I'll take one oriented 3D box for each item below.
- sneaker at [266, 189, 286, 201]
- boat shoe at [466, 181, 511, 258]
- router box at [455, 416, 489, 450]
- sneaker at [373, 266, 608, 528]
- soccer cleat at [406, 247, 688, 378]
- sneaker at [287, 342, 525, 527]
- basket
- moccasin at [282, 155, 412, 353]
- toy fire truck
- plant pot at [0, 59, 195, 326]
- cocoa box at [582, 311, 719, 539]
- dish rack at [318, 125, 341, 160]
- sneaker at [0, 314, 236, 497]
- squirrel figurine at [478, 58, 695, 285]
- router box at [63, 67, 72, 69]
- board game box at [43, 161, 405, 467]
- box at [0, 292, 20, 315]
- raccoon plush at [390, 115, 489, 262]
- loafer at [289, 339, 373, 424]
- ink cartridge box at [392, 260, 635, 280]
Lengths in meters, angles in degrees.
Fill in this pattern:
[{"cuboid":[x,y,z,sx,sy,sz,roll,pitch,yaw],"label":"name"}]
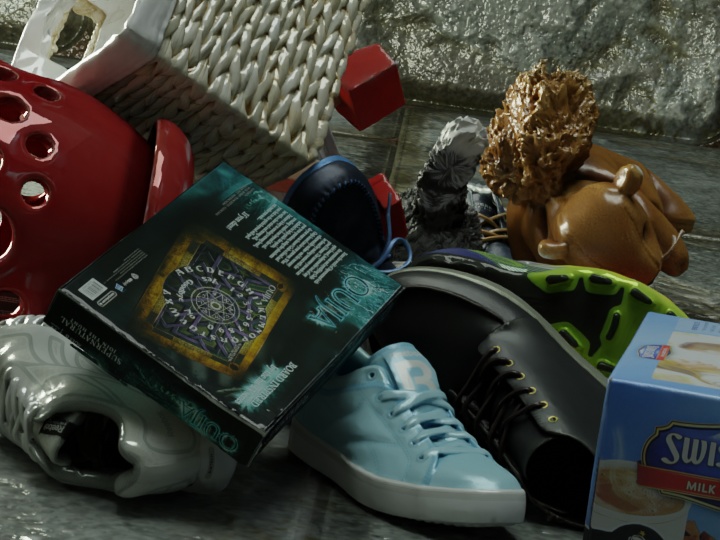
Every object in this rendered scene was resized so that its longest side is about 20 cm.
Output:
[{"cuboid":[-0.063,-0.024,1.644,0.199,0.092,0.076,32,-12,-4],"label":"sneaker"},{"cuboid":[0.103,-0.023,1.928,0.070,0.092,0.200,3,11,-26],"label":"boat shoe"},{"cuboid":[0.105,0.076,1.480,0.148,0.052,0.200,9,8,5],"label":"router box"},{"cuboid":[0.082,0.068,1.318,0.199,0.075,0.106,32,18,9],"label":"sneaker"},{"cuboid":[0.123,0.026,1.445,0.199,0.065,0.084,13,2,16],"label":"soccer cleat"},{"cuboid":[0.023,0.086,1.283,0.073,0.083,0.199,-1,13,-38],"label":"sneaker"},{"cuboid":[-0.111,-0.158,1.508,0.160,0.199,0.200,32,-32,-23],"label":"basket"},{"cuboid":[0.000,0.000,1.508,0.080,0.200,0.068,-33,59,-9],"label":"moccasin"},{"cuboid":[-0.039,-0.060,1.595,0.199,0.049,0.141,-29,56,-9],"label":"toy fire truck"},{"cuboid":[-0.201,-0.023,1.392,0.181,0.202,0.200,11,9,-10],"label":"plant pot"},{"cuboid":[0.187,0.107,1.147,0.132,0.132,0.200,10,10,11],"label":"cocoa box"},{"cuboid":[-0.096,-0.067,1.708,0.170,0.201,0.044,-11,28,24],"label":"dish rack"},{"cuboid":[-0.161,0.076,1.247,0.199,0.076,0.081,15,21,37],"label":"sneaker"},{"cuboid":[0.157,-0.051,1.705,0.201,0.141,0.187,53,6,0],"label":"squirrel figurine"},{"cuboid":[-0.145,-0.071,1.818,0.198,0.159,0.052,5,10,-17],"label":"router box"},{"cuboid":[-0.070,0.019,1.259,0.135,0.028,0.200,35,32,7],"label":"board game box"},{"cuboid":[-0.211,0.022,1.569,0.198,0.044,0.160,8,10,0],"label":"box"},{"cuboid":[0.059,-0.051,1.791,0.096,0.201,0.134,22,26,-19],"label":"raccoon plush"},{"cuboid":[-0.029,0.050,1.470,0.072,0.073,0.200,2,10,-21],"label":"loafer"},{"cuboid":[0.139,0.027,1.643,0.175,0.045,0.200,11,-4,-27],"label":"ink cartridge box"}]
